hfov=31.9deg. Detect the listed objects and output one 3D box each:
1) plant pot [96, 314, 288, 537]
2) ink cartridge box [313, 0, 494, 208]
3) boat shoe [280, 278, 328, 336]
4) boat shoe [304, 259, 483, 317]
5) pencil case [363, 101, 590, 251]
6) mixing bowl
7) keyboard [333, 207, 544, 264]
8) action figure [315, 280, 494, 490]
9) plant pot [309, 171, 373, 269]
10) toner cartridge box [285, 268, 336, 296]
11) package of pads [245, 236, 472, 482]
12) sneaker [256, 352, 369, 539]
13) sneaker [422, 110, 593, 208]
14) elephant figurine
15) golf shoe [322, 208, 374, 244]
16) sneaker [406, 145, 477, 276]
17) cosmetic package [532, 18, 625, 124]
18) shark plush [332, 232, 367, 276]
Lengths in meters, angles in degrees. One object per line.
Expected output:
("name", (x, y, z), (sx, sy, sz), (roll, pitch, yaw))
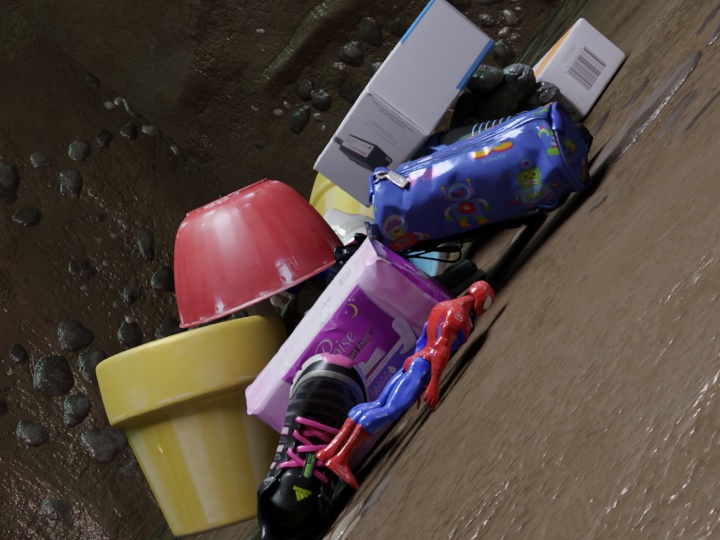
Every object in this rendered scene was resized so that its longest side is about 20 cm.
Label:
("plant pot", (-0.152, 0.163, 1.294), (0.198, 0.192, 0.201), (-16, -5, -2))
("ink cartridge box", (0.043, -0.176, 1.351), (0.146, 0.083, 0.200), (-56, 4, -26))
("boat shoe", (-0.065, 0.073, 1.420), (0.063, 0.073, 0.201), (-54, 1, -23))
("boat shoe", (0.034, 0.027, 1.240), (0.198, 0.062, 0.073), (-28, -9, -22))
("pencil case", (0.098, -0.081, 1.096), (0.198, 0.087, 0.079), (-18, 50, 18))
("mixing bowl", (-0.121, -0.029, 1.334), (0.198, 0.110, 0.200), (-23, 5, 2))
("keyboard", (0.074, -0.023, 1.207), (0.197, 0.040, 0.104), (-11, 4, -5))
("action figure", (0.044, 0.089, 1.037), (0.201, 0.051, 0.065), (-53, 8, -7))
("plant pot", (0.013, -0.042, 1.773), (0.201, 0.199, 0.190), (-48, 19, 42))
("toner cartridge box", (-0.018, 0.029, 1.516), (0.044, 0.094, 0.200), (-68, -20, -1))
("package of pads", (-0.004, 0.080, 1.144), (0.201, 0.120, 0.076), (-51, 14, 13))
("sneaker", (-0.044, 0.166, 1.083), (0.088, 0.073, 0.202), (-75, 5, -60))
("sneaker", (0.143, -0.117, 1.225), (0.078, 0.070, 0.199), (-53, 37, -11))
("elephant figurine", (0.142, -0.117, 1.350), (0.156, 0.139, 0.202), (86, -165, -50))
("golf shoe", (0.028, -0.029, 1.517), (0.076, 0.092, 0.199), (-54, -36, 12))
("sneaker", (0.099, -0.033, 1.464), (0.079, 0.130, 0.203), (-6, 72, 40))
("cosmetic package", (0.222, -0.202, 1.496), (0.102, 0.071, 0.200), (-53, 3, -23))
("shark plush", (0.000, 0.000, 1.328), (0.090, 0.085, 0.199), (-9, -4, 30))
